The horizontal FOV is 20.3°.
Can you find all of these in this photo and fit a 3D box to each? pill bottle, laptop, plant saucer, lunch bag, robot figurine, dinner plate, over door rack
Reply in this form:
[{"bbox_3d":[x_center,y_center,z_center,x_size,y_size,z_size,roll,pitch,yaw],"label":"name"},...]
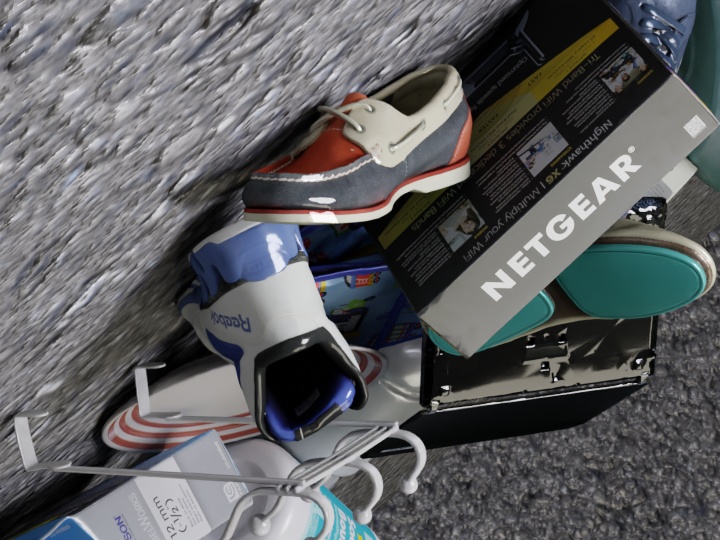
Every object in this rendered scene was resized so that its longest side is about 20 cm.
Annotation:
[{"bbox_3d":[-0.050,0.214,1.497,0.111,0.111,0.200,-41,138,1],"label":"pill bottle"},{"bbox_3d":[0.101,0.042,1.355,0.176,0.201,0.103,-7,-161,-23],"label":"laptop"},{"bbox_3d":[0.233,-0.149,1.354,0.036,0.201,0.200,-3,161,-10],"label":"plant saucer"},{"bbox_3d":[0.000,0.000,1.349,0.199,0.094,0.151,-21,162,-21],"label":"lunch bag"},{"bbox_3d":[-0.005,0.075,1.513,0.200,0.113,0.170,-46,-178,24],"label":"robot figurine"},{"bbox_3d":[-0.079,0.080,1.352,0.199,0.024,0.200,-13,162,-4],"label":"dinner plate"},{"bbox_3d":[-0.080,0.116,1.169,0.148,0.199,0.067,-21,121,-64],"label":"over door rack"}]

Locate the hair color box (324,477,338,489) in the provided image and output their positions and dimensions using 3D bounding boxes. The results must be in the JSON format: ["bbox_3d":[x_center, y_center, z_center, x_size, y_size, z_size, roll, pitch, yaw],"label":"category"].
[{"bbox_3d":[-0.120,0.184,1.578,0.200,0.099,0.061,-32,168,-44],"label":"hair color box"}]

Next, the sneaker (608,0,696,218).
[{"bbox_3d":[0.173,-0.106,1.245,0.084,0.075,0.201,19,-92,64],"label":"sneaker"}]

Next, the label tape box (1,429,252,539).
[{"bbox_3d":[-0.187,0.188,1.342,0.143,0.066,0.200,-28,-178,36],"label":"label tape box"}]

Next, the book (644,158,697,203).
[{"bbox_3d":[0.133,-0.055,1.422,0.048,0.134,0.200,-40,172,-37],"label":"book"}]

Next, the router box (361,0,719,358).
[{"bbox_3d":[0.094,-0.068,1.184,0.200,0.157,0.052,-43,125,10],"label":"router box"}]

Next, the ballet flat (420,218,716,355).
[{"bbox_3d":[0.123,-0.002,1.198,0.199,0.070,0.069,-13,-173,33],"label":"ballet flat"}]

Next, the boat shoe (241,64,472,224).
[{"bbox_3d":[0.001,-0.067,1.086,0.200,0.071,0.063,-23,117,-54],"label":"boat shoe"}]

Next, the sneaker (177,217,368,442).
[{"bbox_3d":[-0.051,0.047,1.157,0.080,0.116,0.199,-21,167,-7],"label":"sneaker"}]
